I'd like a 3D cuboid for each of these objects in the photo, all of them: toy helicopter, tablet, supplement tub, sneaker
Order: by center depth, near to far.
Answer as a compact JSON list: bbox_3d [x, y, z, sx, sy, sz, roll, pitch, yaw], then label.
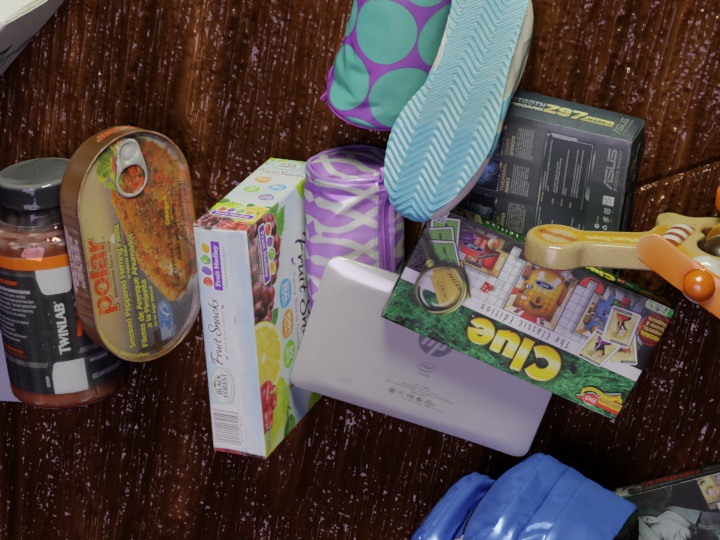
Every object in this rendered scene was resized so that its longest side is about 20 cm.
[{"bbox_3d":[0.220,-0.008,1.595,0.200,0.132,0.079,2,117,-2],"label":"toy helicopter"},{"bbox_3d":[0.079,-0.123,1.601,0.076,0.081,0.200,20,78,16],"label":"sneaker"},{"bbox_3d":[0.054,0.069,1.718,0.200,0.014,0.130,17,123,-2],"label":"tablet"},{"bbox_3d":[-0.258,0.009,1.849,0.107,0.107,0.200,4,116,21],"label":"supplement tub"}]

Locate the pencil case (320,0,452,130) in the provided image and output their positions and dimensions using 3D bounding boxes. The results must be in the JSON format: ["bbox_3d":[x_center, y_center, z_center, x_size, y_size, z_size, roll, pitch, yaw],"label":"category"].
[{"bbox_3d":[0.027,-0.204,1.639,0.092,0.085,0.200,19,120,15],"label":"pencil case"}]

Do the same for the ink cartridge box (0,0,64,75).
[{"bbox_3d":[-0.352,-0.209,1.760,0.147,0.146,0.200,45,123,-2],"label":"ink cartridge box"}]

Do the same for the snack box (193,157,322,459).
[{"bbox_3d":[-0.074,0.029,1.759,0.053,0.142,0.200,7,117,21],"label":"snack box"}]

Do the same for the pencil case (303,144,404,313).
[{"bbox_3d":[0.000,0.000,1.746,0.085,0.084,0.200,28,131,50],"label":"pencil case"}]

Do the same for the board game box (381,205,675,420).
[{"bbox_3d":[0.127,0.030,1.667,0.200,0.023,0.105,23,115,-4],"label":"board game box"}]

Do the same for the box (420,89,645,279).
[{"bbox_3d":[0.127,-0.037,1.696,0.158,0.051,0.200,13,119,16],"label":"box"}]

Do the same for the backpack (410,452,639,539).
[{"bbox_3d":[0.119,0.246,1.747,0.168,0.163,0.200,31,136,6],"label":"backpack"}]

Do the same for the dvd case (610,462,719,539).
[{"bbox_3d":[0.299,0.222,1.765,0.200,0.022,0.146,-19,105,28],"label":"dvd case"}]

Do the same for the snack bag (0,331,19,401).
[{"bbox_3d":[-0.386,0.050,1.937,0.188,0.021,0.200,3,140,21],"label":"snack bag"}]

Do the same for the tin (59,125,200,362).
[{"bbox_3d":[-0.189,-0.022,1.802,0.042,0.112,0.200,18,122,43],"label":"tin"}]
